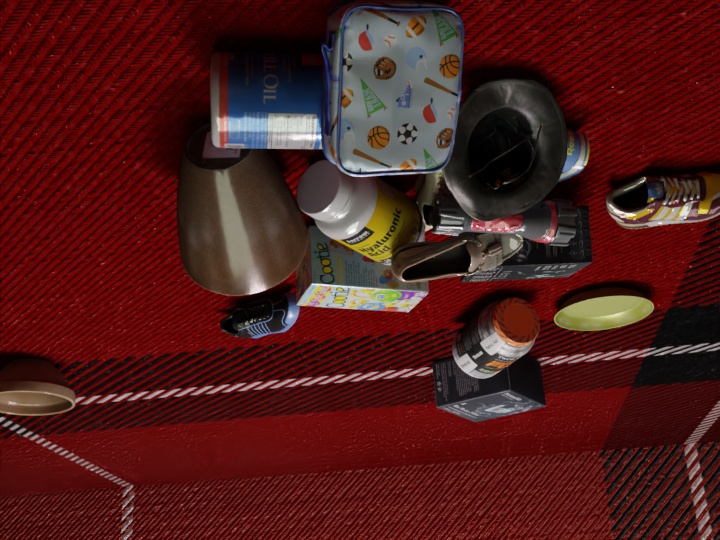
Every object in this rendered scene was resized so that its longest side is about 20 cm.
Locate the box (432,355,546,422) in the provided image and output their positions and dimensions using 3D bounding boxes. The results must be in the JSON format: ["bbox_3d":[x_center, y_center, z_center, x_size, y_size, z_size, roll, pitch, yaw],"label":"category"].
[{"bbox_3d":[0.305,0.271,2.285,0.199,0.118,0.196,-19,152,31],"label":"box"}]

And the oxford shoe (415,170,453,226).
[{"bbox_3d":[0.124,-0.131,1.373,0.070,0.074,0.200,2,156,-5],"label":"oxford shoe"}]

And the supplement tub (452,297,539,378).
[{"bbox_3d":[0.276,0.135,1.954,0.122,0.123,0.200,4,156,-17],"label":"supplement tub"}]

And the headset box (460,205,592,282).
[{"bbox_3d":[0.263,-0.040,1.530,0.198,0.094,0.174,-2,172,0],"label":"headset box"}]

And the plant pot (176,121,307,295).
[{"bbox_3d":[-0.174,-0.101,1.311,0.185,0.188,0.201,-4,142,2],"label":"plant pot"}]

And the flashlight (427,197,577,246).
[{"bbox_3d":[0.201,-0.072,1.352,0.198,0.068,0.068,4,123,-11],"label":"flashlight"}]

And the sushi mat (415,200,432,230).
[{"bbox_3d":[0.071,-0.074,1.577,0.095,0.012,0.199,16,151,-38],"label":"sushi mat"}]

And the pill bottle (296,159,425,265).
[{"bbox_3d":[-0.001,-0.088,1.413,0.111,0.112,0.200,-19,152,33],"label":"pill bottle"}]

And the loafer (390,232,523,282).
[{"bbox_3d":[0.144,-0.018,1.401,0.198,0.063,0.072,-13,112,2],"label":"loafer"}]

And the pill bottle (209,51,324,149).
[{"bbox_3d":[-0.077,-0.201,1.140,0.198,0.113,0.112,-1,157,-7],"label":"pill bottle"}]

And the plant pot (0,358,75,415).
[{"bbox_3d":[-0.736,0.253,2.143,0.199,0.093,0.201,-3,158,-1],"label":"plant pot"}]

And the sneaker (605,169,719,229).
[{"bbox_3d":[0.474,-0.112,1.461,0.199,0.076,0.090,-15,159,25],"label":"sneaker"}]

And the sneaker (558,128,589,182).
[{"bbox_3d":[0.234,-0.142,1.371,0.082,0.074,0.200,11,145,-28],"label":"sneaker"}]

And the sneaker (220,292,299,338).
[{"bbox_3d":[-0.196,0.090,1.857,0.077,0.071,0.200,6,157,-37],"label":"sneaker"}]

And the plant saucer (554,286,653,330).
[{"bbox_3d":[0.492,0.075,1.959,0.198,0.031,0.200,-3,157,-1],"label":"plant saucer"}]

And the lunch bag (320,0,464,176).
[{"bbox_3d":[0.030,-0.206,1.065,0.159,0.202,0.076,-3,-159,-15],"label":"lunch bag"}]

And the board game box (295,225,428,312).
[{"bbox_3d":[0.000,0.000,1.593,0.198,0.106,0.103,5,157,-17],"label":"board game box"}]

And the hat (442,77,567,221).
[{"bbox_3d":[0.176,-0.170,1.262,0.199,0.081,0.202,-11,123,-18],"label":"hat"}]
